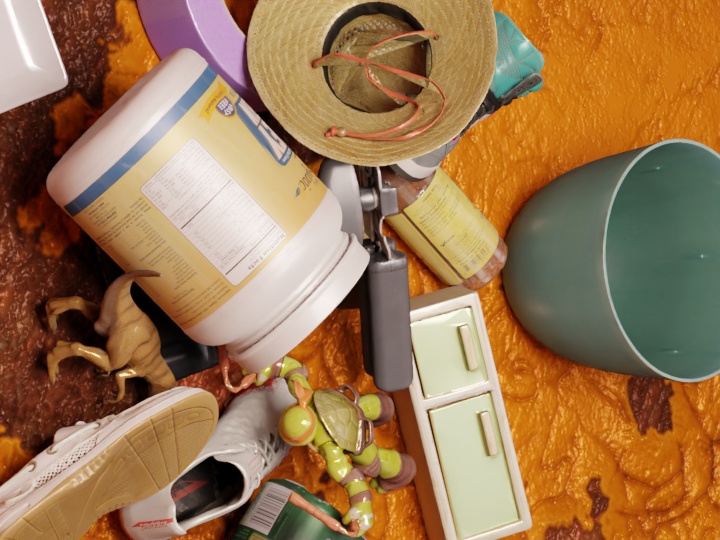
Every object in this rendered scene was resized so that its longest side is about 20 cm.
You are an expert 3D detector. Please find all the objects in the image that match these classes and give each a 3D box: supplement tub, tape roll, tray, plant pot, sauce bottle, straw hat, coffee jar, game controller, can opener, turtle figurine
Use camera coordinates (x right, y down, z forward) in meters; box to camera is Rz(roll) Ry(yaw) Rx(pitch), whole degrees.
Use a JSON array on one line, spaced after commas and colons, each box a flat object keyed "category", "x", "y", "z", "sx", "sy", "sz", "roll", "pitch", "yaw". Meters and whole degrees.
[{"category": "supplement tub", "x": -0.105, "y": -0.040, "z": 1.500, "sx": 0.200, "sy": 0.145, "sz": 0.145, "roll": 46, "pitch": 59, "yaw": -11}, {"category": "tape roll", "x": -0.075, "y": -0.225, "z": 1.647, "sx": 0.200, "sy": 0.066, "sz": 0.201, "roll": 2, "pitch": 87, "yaw": -40}, {"category": "tray", "x": -0.301, "y": -0.147, "z": 1.478, "sx": 0.200, "sy": 0.022, "sz": 0.108, "roll": -27, "pitch": 105, "yaw": -38}, {"category": "plant pot", "x": 0.218, "y": -0.005, "z": 1.816, "sx": 0.200, "sy": 0.161, "sz": 0.201, "roll": 2, "pitch": 86, "yaw": -40}, {"category": "sauce bottle", "x": 0.041, "y": -0.065, "z": 1.733, "sx": 0.200, "sy": 0.066, "sz": 0.066, "roll": 49, "pitch": 59, "yaw": -29}, {"category": "straw hat", "x": 0.014, "y": -0.150, "z": 1.608, "sx": 0.085, "sy": 0.200, "sz": 0.202, "roll": 68, "pitch": 39, "yaw": -65}, {"category": "coffee jar", "x": -0.080, "y": 0.261, "z": 1.577, "sx": 0.200, "sy": 0.085, "sz": 0.104, "roll": -54, "pitch": 128, "yaw": -16}, {"category": "game controller", "x": -0.150, "y": -0.017, "z": 1.594, "sx": 0.104, "sy": 0.042, "sz": 0.201, "roll": -18, "pitch": 99, "yaw": -25}, {"category": "can opener", "x": 0.000, "y": 0.000, "z": 1.626, "sx": 0.067, "sy": 0.053, "sz": 0.201, "roll": -10, "pitch": 116, "yaw": -14}, {"category": "turtle figurine", "x": -0.023, "y": 0.111, "z": 1.588, "sx": 0.200, "sy": 0.064, "sz": 0.161, "roll": 54, "pitch": 17, "yaw": 23}]

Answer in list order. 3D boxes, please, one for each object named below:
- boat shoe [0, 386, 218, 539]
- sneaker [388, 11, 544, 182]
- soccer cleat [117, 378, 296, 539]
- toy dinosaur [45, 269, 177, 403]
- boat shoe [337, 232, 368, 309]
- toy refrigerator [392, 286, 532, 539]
[{"category": "boat shoe", "x": -0.193, "y": 0.135, "z": 1.510, "sx": 0.200, "sy": 0.069, "sz": 0.071, "roll": -32, "pitch": 134, "yaw": -26}, {"category": "sneaker", "x": 0.085, "y": -0.145, "z": 1.691, "sx": 0.084, "sy": 0.121, "sz": 0.200, "roll": 47, "pitch": 28, "yaw": -5}, {"category": "soccer cleat", "x": -0.095, "y": 0.142, "z": 1.592, "sx": 0.200, "sy": 0.085, "sz": 0.069, "roll": -33, "pitch": 108, "yaw": -36}, {"category": "toy dinosaur", "x": -0.172, "y": 0.039, "z": 1.515, "sx": 0.200, "sy": 0.106, "sz": 0.061, "roll": 79, "pitch": 11, "yaw": -55}, {"category": "boat shoe", "x": -0.044, "y": -0.039, "z": 1.651, "sx": 0.201, "sy": 0.073, "sz": 0.063, "roll": 37, "pitch": 49, "yaw": -44}, {"category": "toy refrigerator", "x": 0.076, "y": 0.120, "z": 1.732, "sx": 0.076, "sy": 0.070, "sz": 0.201, "roll": -15, "pitch": 97, "yaw": -13}]
